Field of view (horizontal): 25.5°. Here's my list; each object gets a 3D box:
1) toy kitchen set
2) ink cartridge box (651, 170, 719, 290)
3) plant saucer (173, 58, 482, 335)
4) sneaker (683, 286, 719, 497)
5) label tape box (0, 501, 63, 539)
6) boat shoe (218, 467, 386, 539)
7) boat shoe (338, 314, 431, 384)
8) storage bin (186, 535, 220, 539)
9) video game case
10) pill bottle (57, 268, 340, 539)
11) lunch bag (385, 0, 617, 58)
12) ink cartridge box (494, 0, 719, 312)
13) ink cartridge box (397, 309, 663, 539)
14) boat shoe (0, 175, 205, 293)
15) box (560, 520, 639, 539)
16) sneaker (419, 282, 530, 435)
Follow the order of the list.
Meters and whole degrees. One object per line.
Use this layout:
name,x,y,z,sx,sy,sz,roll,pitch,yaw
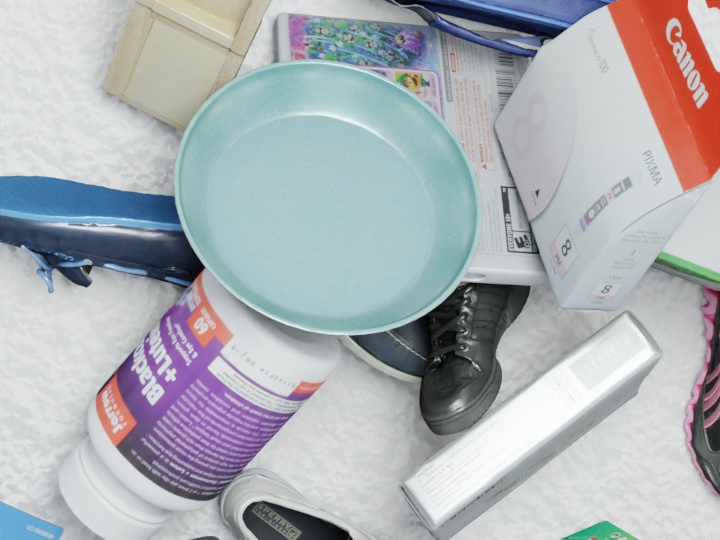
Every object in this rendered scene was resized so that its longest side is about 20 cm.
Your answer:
toy kitchen set,-0.119,-0.242,1.067,0.163,0.180,0.200,27,53,-6
ink cartridge box,0.232,-0.037,1.111,0.146,0.200,0.084,19,92,-15
plant saucer,-0.022,-0.043,1.020,0.200,0.036,0.200,6,61,-12
sneaker,0.300,0.090,1.202,0.079,0.095,0.200,-4,102,-13
label tape box,-0.314,0.240,1.089,0.144,0.063,0.200,30,75,-25
boat shoe,-0.015,0.215,1.167,0.200,0.066,0.072,40,89,-15
boat shoe,0.000,0.000,1.128,0.200,0.075,0.062,45,124,-9
storage bin,-0.128,0.267,1.095,0.145,0.200,0.135,-11,91,-10
video game case,0.034,-0.085,1.092,0.182,0.024,0.200,3,62,-13
pill bottle,-0.116,0.093,1.086,0.111,0.111,0.200,37,109,-16
lunch bag,0.093,-0.219,1.082,0.200,0.136,0.132,12,97,-15
ink cartridge box,0.160,-0.096,0.988,0.057,0.163,0.200,0,142,-20
ink cartridge box,0.121,0.118,1.144,0.200,0.174,0.044,-37,78,-4
boat shoe,-0.186,-0.016,1.079,0.200,0.084,0.069,10,115,-3
box,0.216,0.301,1.206,0.048,0.117,0.200,-21,103,-15
sneaker,0.066,0.012,1.109,0.060,0.200,0.104,-13,124,34
